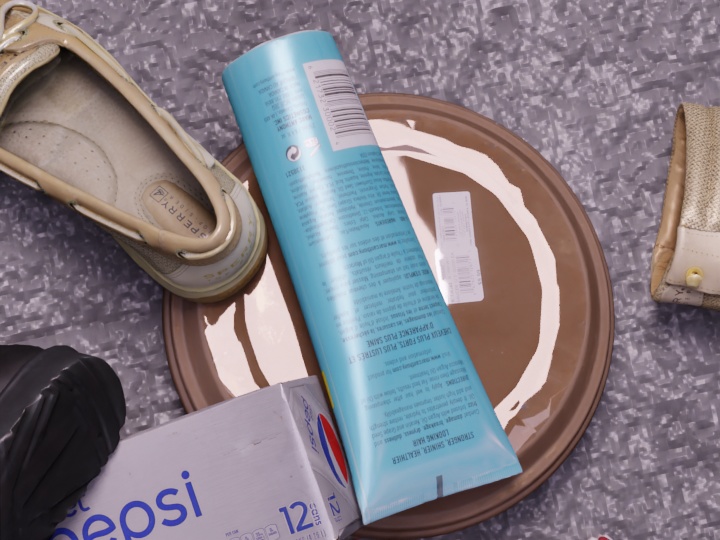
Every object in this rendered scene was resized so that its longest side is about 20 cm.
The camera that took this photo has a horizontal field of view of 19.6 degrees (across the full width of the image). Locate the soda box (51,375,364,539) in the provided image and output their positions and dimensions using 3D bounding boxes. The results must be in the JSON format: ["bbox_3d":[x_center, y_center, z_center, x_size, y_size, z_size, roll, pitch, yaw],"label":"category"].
[{"bbox_3d":[-0.103,0.107,0.846,0.199,0.063,0.069,-21,85,11],"label":"soda box"}]

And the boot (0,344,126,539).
[{"bbox_3d":[-0.200,0.084,0.802,0.162,0.074,0.198,11,48,35],"label":"boot"}]

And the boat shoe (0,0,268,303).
[{"bbox_3d":[-0.124,-0.063,0.875,0.200,0.063,0.073,41,83,16],"label":"boat shoe"}]

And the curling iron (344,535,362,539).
[{"bbox_3d":[-0.001,0.094,0.903,0.199,0.026,0.050,-20,89,-8],"label":"curling iron"}]

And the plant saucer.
[{"bbox_3d":[0.013,0.015,0.899,0.199,0.029,0.201,1,74,-4],"label":"plant saucer"}]

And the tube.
[{"bbox_3d":[0.000,0.000,0.863,0.077,0.050,0.201,-16,78,-23],"label":"tube"}]

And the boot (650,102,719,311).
[{"bbox_3d":[0.202,0.027,0.907,0.154,0.073,0.201,5,81,-5],"label":"boot"}]

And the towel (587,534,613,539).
[{"bbox_3d":[0.092,0.233,0.899,0.144,0.023,0.200,42,81,-1],"label":"towel"}]
